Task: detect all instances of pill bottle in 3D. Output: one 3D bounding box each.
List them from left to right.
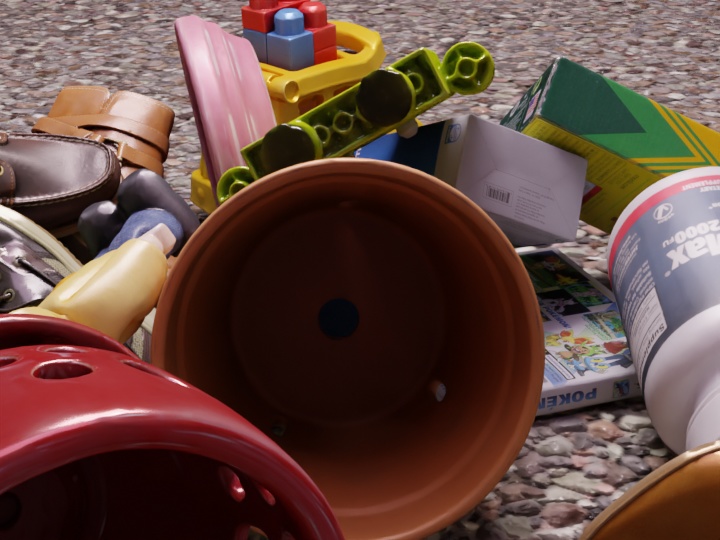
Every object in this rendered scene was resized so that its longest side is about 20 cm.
[{"bbox_3d":[0.214,0.042,0.808,0.118,0.121,0.201,-1,37,-2],"label":"pill bottle"}]

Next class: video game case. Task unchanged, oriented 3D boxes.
[{"bbox_3d":[0.094,0.040,0.952,0.180,0.022,0.200,-9,24,-18],"label":"video game case"}]

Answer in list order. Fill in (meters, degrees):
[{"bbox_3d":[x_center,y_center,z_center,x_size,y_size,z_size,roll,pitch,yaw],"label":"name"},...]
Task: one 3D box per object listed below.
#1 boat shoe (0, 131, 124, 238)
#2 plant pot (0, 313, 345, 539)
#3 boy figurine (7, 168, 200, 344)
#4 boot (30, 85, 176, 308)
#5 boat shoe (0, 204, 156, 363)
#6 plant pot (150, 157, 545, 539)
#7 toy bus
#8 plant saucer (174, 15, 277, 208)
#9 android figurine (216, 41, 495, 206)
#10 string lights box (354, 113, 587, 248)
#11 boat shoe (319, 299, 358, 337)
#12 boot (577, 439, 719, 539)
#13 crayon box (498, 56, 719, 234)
[{"bbox_3d":[-0.253,-0.056,0.915,0.198,0.071,0.071,-11,51,-8],"label":"boat shoe"},{"bbox_3d":[-0.127,0.123,0.559,0.199,0.203,0.182,-14,20,-28],"label":"plant pot"},{"bbox_3d":[-0.150,0.022,0.734,0.124,0.065,0.200,-33,13,27],"label":"boy figurine"},{"bbox_3d":[-0.157,-0.050,0.991,0.198,0.074,0.156,20,55,4],"label":"boot"},{"bbox_3d":[-0.203,0.020,0.868,0.199,0.074,0.065,27,32,-7],"label":"boat shoe"},{"bbox_3d":[-0.010,0.036,0.778,0.198,0.202,0.140,-2,8,-4],"label":"plant pot"},{"bbox_3d":[-0.037,-0.142,1.156,0.135,0.194,0.199,18,28,38],"label":"toy bus"},{"bbox_3d":[-0.083,-0.081,0.997,0.050,0.202,0.201,-14,26,-7],"label":"plant saucer"},{"bbox_3d":[-0.002,-0.087,0.858,0.181,0.041,0.200,-29,2,7],"label":"android figurine"},{"bbox_3d":[0.050,-0.051,0.981,0.102,0.060,0.199,17,-12,-31],"label":"string lights box"},{"bbox_3d":[0.000,0.000,0.918,0.198,0.085,0.069,-4,20,-12],"label":"boat shoe"},{"bbox_3d":[0.209,0.144,0.655,0.200,0.071,0.145,-28,54,8],"label":"boot"},{"bbox_3d":[0.195,-0.063,0.981,0.198,0.051,0.127,26,-18,-6],"label":"crayon box"}]
